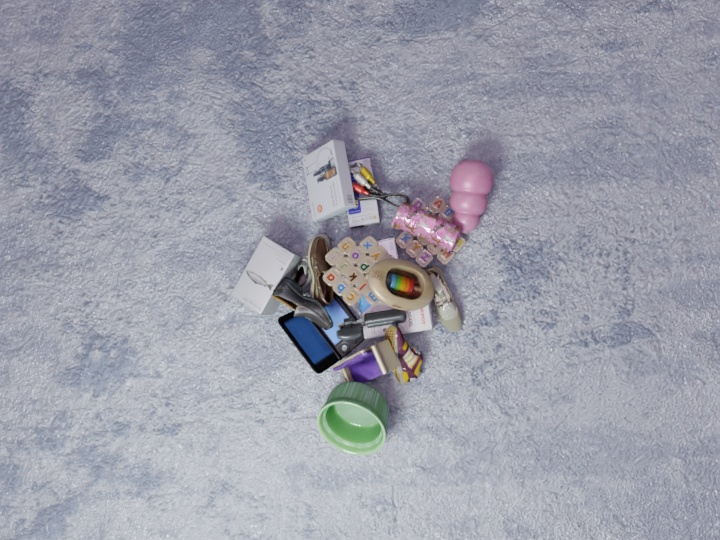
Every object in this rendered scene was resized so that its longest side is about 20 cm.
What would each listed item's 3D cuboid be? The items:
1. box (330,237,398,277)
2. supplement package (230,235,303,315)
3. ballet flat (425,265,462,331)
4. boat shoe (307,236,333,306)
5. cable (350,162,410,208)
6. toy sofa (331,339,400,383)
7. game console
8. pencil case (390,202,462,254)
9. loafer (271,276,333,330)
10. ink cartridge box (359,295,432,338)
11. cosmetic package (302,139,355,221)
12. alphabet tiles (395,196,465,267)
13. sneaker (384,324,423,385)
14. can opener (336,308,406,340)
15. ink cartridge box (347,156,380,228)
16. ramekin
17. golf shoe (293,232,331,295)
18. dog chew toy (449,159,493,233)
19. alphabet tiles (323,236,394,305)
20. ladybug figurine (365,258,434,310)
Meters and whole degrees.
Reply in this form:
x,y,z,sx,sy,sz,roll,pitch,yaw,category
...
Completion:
x,y,z,sx,sy,sz,roll,pitch,yaw,category
0.017,-0.018,1.696,0.197,0.060,0.119,-13,82,6,box
-0.274,0.018,1.716,0.116,0.117,0.202,29,90,10,supplement package
0.235,0.081,1.650,0.069,0.069,0.202,-24,81,6,ballet flat
-0.104,0.002,1.661,0.074,0.074,0.206,-5,88,50,boat shoe
0.045,-0.225,1.687,0.199,0.050,0.098,33,92,12,cable
0.010,0.267,1.599,0.097,0.200,0.084,-18,79,-37,toy sofa
-0.107,0.166,1.673,0.175,0.116,0.201,-40,80,4,game console
0.185,-0.121,1.630,0.198,0.083,0.087,27,96,8,pencil case
-0.165,0.108,1.632,0.199,0.073,0.072,37,56,12,loafer
0.103,0.111,1.660,0.197,0.084,0.148,-10,82,9,ink cartridge box
-0.096,-0.264,1.711,0.150,0.051,0.203,-19,78,47,cosmetic package
0.206,-0.115,1.679,0.200,0.015,0.196,43,79,11,alphabet tiles
0.127,0.225,1.615,0.089,0.075,0.202,-20,125,-13,sneaker
0.030,0.149,1.598,0.197,0.053,0.067,-14,67,7,can opener
0.000,-0.233,1.737,0.093,0.037,0.203,-9,85,8,ink cartridge box
-0.015,0.405,1.601,0.197,0.098,0.203,9,124,13,ramekin
-0.145,-0.020,1.709,0.077,0.097,0.203,21,86,13,golf shoe
0.308,-0.207,1.642,0.122,0.124,0.203,9,92,10,dog chew toy
0.000,0.000,1.622,0.200,0.015,0.195,43,68,12,alphabet tiles
0.103,0.041,1.565,0.197,0.072,0.138,19,71,-14,ladybug figurine
